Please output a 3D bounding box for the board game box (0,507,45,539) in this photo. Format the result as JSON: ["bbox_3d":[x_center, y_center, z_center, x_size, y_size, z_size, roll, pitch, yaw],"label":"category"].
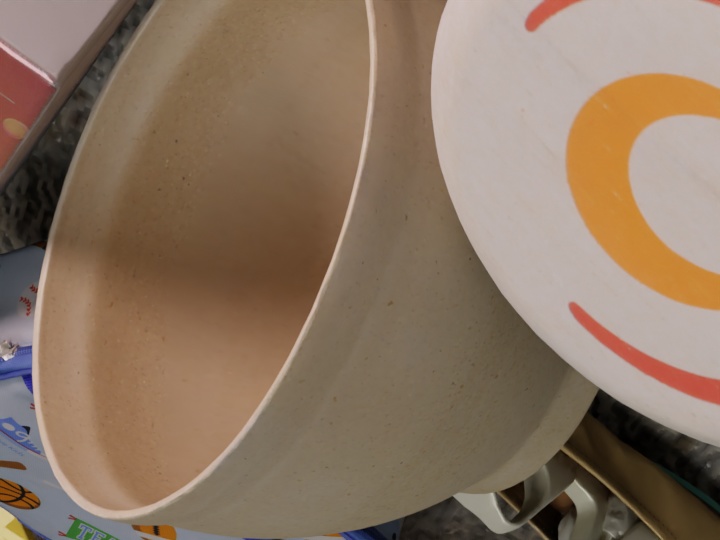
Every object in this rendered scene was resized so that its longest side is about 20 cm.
[{"bbox_3d":[-0.204,0.151,1.183,0.153,0.040,0.200,-18,114,8],"label":"board game box"}]

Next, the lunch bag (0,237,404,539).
[{"bbox_3d":[-0.080,0.060,1.024,0.160,0.076,0.200,-11,143,45],"label":"lunch bag"}]

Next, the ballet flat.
[{"bbox_3d":[0.073,0.085,0.989,0.200,0.063,0.069,43,141,-14],"label":"ballet flat"}]

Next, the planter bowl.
[{"bbox_3d":[0.000,0.000,0.864,0.135,0.201,0.200,20,150,-30],"label":"planter bowl"}]

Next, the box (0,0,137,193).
[{"bbox_3d":[-0.173,-0.092,0.929,0.152,0.106,0.200,36,142,-5],"label":"box"}]

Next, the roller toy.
[{"bbox_3d":[0.123,-0.054,0.741,0.200,0.140,0.183,11,128,30],"label":"roller toy"}]
